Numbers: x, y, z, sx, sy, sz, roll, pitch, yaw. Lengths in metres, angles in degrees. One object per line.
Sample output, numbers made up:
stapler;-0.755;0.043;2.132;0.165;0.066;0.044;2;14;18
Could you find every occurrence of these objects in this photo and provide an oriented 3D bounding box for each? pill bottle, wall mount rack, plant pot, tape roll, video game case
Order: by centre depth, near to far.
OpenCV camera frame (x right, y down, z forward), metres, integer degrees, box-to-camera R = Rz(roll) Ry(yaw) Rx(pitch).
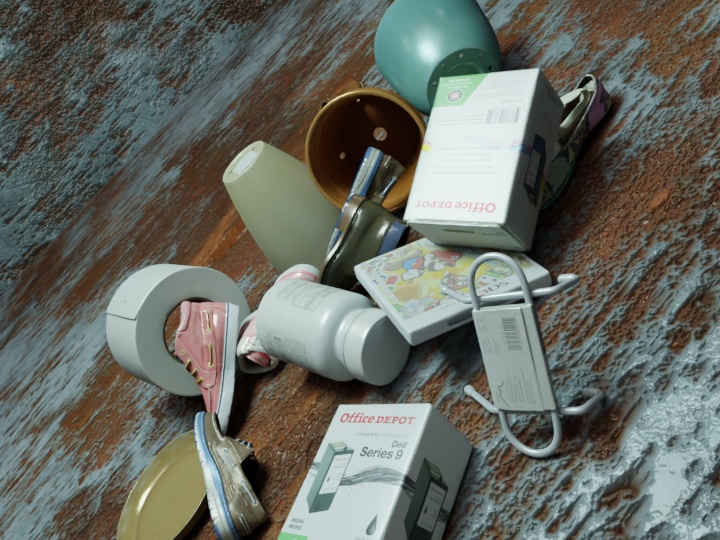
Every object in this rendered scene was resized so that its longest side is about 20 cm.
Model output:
wall mount rack;0.143;0.076;0.747;0.173;0.202;0.074;-8;9;44
video game case;0.105;0.006;0.925;0.180;0.023;0.200;-22;27;-10
pill bottle;-0.036;0.081;0.983;0.199;0.115;0.115;12;61;45
plant pot;-0.269;0.323;1.079;0.199;0.027;0.201;-32;31;22
plant pot;0.023;-0.205;1.222;0.199;0.201;0.140;-31;15;23
tape roll;-0.294;0.092;1.225;0.139;0.203;0.204;3;54;54
plant pot;0.138;-0.341;1.231;0.200;0.200;0.162;-37;42;14
plant pot;-0.131;-0.117;1.279;0.186;0.200;0.188;-31;31;22

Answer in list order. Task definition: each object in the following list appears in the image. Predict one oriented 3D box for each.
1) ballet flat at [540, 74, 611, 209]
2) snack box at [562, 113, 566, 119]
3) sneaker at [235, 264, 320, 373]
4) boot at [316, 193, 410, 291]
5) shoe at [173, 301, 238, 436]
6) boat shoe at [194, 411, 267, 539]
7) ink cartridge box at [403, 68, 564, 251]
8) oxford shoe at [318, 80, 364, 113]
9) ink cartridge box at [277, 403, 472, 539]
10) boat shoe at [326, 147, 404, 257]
ballet flat;0.257;-0.174;0.981;0.069;0.071;0.201;14;64;54
snack box;0.201;-0.188;1.105;0.116;0.037;0.200;-50;29;-9
sneaker;-0.122;0.084;1.130;0.200;0.075;0.105;-44;25;33
boot;0.000;0.000;1.084;0.096;0.075;0.202;22;103;21
shoe;-0.234;0.144;1.122;0.071;0.090;0.203;133;140;-69
boat shoe;-0.167;0.260;0.981;0.072;0.073;0.201;-18;44;-10
ink cartridge box;0.152;-0.134;0.931;0.144;0.087;0.202;5;73;38
oxford shoe;-0.045;-0.347;1.595;0.071;0.071;0.201;-19;37;41
ink cartridge box;0.009;0.240;0.762;0.145;0.084;0.201;-11;43;45
boat shoe;0.007;-0.082;1.155;0.072;0.072;0.202;-73;6;-64
